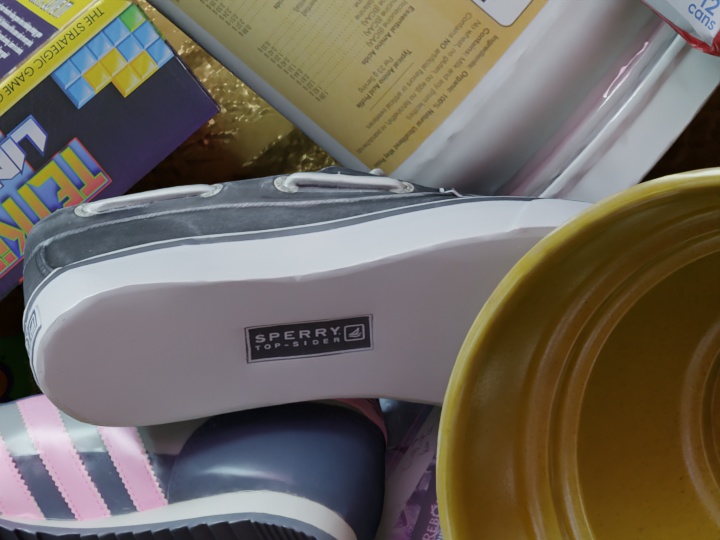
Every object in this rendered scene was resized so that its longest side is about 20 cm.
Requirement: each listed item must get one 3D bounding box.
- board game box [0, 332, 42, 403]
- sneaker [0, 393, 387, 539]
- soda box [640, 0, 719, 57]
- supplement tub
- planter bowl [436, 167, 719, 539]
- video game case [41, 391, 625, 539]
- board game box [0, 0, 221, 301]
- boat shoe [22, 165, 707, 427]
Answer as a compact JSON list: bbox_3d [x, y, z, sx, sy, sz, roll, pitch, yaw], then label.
[{"bbox_3d":[-0.066,0.059,0.886,0.199,0.030,0.096,-9,61,14],"label":"board game box"},{"bbox_3d":[-0.084,0.062,0.827,0.199,0.070,0.082,3,49,20],"label":"sneaker"},{"bbox_3d":[0.157,-0.098,0.780,0.063,0.199,0.070,47,120,34],"label":"soda box"},{"bbox_3d":[0.015,-0.109,0.832,0.200,0.145,0.145,39,78,-7],"label":"supplement tub"},{"bbox_3d":[0.127,0.058,0.749,0.199,0.202,0.083,8,20,23],"label":"planter bowl"},{"bbox_3d":[-0.015,0.059,0.842,0.199,0.019,0.144,11,69,25],"label":"video game case"},{"bbox_3d":[-0.144,-0.034,0.895,0.165,0.057,0.200,-40,19,-4],"label":"board game box"},{"bbox_3d":[0.000,0.000,0.783,0.199,0.072,0.068,-7,41,-8],"label":"boat shoe"}]
